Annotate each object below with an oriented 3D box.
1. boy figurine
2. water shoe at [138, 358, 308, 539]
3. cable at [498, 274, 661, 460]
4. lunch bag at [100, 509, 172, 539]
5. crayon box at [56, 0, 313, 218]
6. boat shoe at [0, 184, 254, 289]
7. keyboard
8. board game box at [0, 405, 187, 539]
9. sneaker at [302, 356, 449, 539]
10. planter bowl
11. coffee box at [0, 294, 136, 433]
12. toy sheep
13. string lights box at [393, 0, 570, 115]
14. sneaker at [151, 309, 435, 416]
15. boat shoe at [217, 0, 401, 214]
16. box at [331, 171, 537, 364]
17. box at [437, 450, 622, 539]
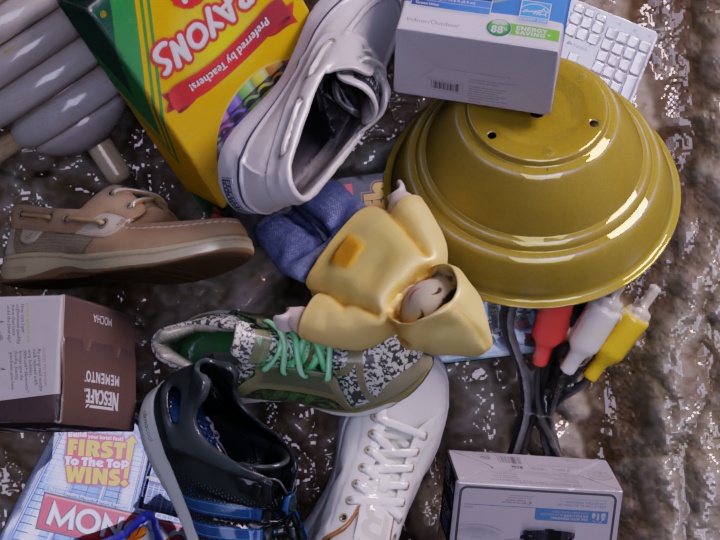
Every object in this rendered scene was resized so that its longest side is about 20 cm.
[{"bbox_3d":[0.000,0.000,1.011,0.124,0.064,0.200,-43,50,-10],"label":"boy figurine"},{"bbox_3d":[-0.070,0.151,1.022,0.079,0.071,0.200,-36,86,39],"label":"water shoe"},{"bbox_3d":[0.126,0.084,1.091,0.097,0.050,0.201,14,107,-13],"label":"cable"},{"bbox_3d":[-0.117,0.264,0.973,0.124,0.200,0.170,-29,108,-6],"label":"lunch bag"},{"bbox_3d":[-0.089,-0.134,1.044,0.127,0.051,0.200,-45,128,-16],"label":"crayon box"},{"bbox_3d":[-0.158,-0.026,1.051,0.199,0.071,0.065,-4,81,30],"label":"boat shoe"},{"bbox_3d":[0.109,-0.178,1.139,0.199,0.011,0.056,21,89,-4],"label":"keyboard"},{"bbox_3d":[-0.157,0.173,1.095,0.199,0.062,0.201,13,90,-5],"label":"board game box"},{"bbox_3d":[0.014,0.150,1.082,0.073,0.085,0.201,20,98,-19],"label":"sneaker"},{"bbox_3d":[0.114,-0.080,1.053,0.200,0.084,0.201,-1,53,1],"label":"planter bowl"},{"bbox_3d":[-0.255,0.063,1.025,0.199,0.113,0.080,-2,81,16],"label":"coffee box"},{"bbox_3d":[-0.216,-0.140,1.058,0.138,0.138,0.200,-36,107,-4],"label":"toy sheep"},{"bbox_3d":[0.090,-0.198,1.053,0.102,0.059,0.200,9,53,7],"label":"string lights box"},{"bbox_3d":[-0.050,0.056,1.053,0.199,0.089,0.077,-5,80,21],"label":"sneaker"},{"bbox_3d":[-0.015,-0.113,1.015,0.200,0.066,0.072,-53,130,-35],"label":"boat shoe"},{"bbox_3d":[0.066,-0.005,1.122,0.199,0.040,0.138,-7,91,-4],"label":"box"},{"bbox_3d":[0.107,0.229,1.096,0.116,0.060,0.201,5,104,-5],"label":"box"}]
